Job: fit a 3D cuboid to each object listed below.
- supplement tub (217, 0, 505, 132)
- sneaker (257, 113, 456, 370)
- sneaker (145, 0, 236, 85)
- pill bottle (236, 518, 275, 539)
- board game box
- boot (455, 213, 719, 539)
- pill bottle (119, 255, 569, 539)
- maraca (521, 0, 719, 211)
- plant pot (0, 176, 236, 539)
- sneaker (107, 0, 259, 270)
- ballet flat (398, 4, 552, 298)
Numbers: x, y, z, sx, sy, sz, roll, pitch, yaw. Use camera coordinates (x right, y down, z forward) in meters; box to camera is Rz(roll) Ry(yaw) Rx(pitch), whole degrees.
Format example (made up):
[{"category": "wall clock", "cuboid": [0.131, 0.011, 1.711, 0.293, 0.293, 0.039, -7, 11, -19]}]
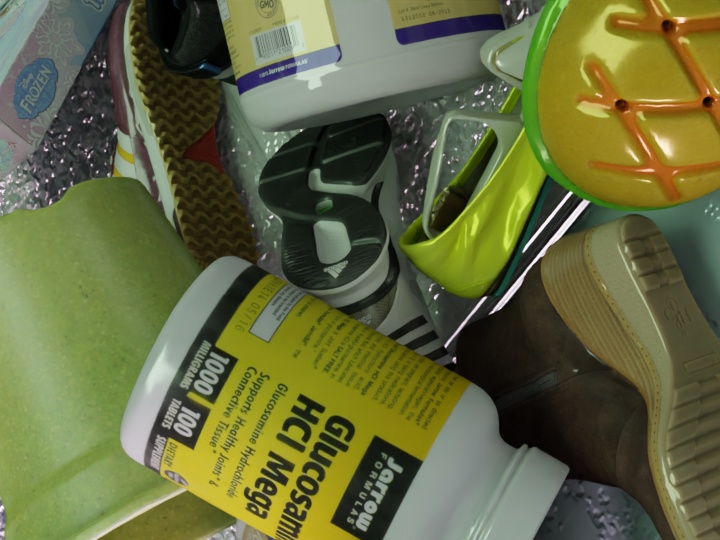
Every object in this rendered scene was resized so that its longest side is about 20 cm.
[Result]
[{"category": "supplement tub", "cuboid": [-0.011, -0.183, 1.239, 0.145, 0.145, 0.201, -13, 90, 48]}, {"category": "sneaker", "cuboid": [0.000, 0.000, 1.285, 0.201, 0.075, 0.116, -92, -18, -60]}, {"category": "sneaker", "cuboid": [-0.056, -0.191, 1.336, 0.073, 0.112, 0.201, 42, 120, 39]}, {"category": "pill bottle", "cuboid": [0.027, 0.187, 1.230, 0.120, 0.119, 0.200, -54, 51, 33]}, {"category": "board game box", "cuboid": [-0.232, -0.111, 1.505, 0.199, 0.043, 0.200, -34, 25, 44]}, {"category": "boot", "cuboid": [0.124, 0.085, 1.179, 0.166, 0.072, 0.201, -43, 59, 54]}, {"category": "pill bottle", "cuboid": [-0.006, 0.085, 1.152, 0.199, 0.112, 0.113, 28, 115, 7]}, {"category": "maraca", "cuboid": [0.153, -0.116, 1.087, 0.201, 0.137, 0.107, -61, 28, 20]}, {"category": "plant pot", "cuboid": [-0.138, 0.058, 1.307, 0.200, 0.200, 0.185, -39, 74, 41]}, {"category": "sneaker", "cuboid": [-0.129, -0.066, 1.447, 0.090, 0.075, 0.201, -28, 68, 40]}, {"category": "ballet flat", "cuboid": [0.080, -0.078, 1.187, 0.201, 0.067, 0.067, -62, 13, 17]}]
